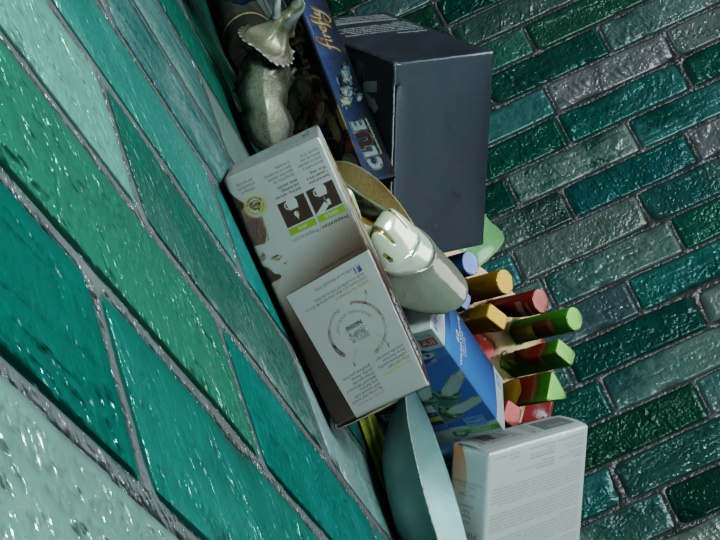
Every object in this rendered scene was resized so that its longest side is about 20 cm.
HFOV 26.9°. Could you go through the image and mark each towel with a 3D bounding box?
[{"bbox_3d":[0.041,0.200,1.362,0.200,0.018,0.087,62,5,-55],"label":"towel"}]

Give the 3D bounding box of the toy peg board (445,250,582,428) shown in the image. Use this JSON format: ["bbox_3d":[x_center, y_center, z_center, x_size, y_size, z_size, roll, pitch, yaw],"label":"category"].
[{"bbox_3d":[0.128,0.080,1.517,0.199,0.097,0.202,36,56,-31],"label":"toy peg board"}]

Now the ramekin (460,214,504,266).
[{"bbox_3d":[0.056,-0.028,1.725,0.098,0.199,0.200,58,4,-8],"label":"ramekin"}]

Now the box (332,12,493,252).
[{"bbox_3d":[0.027,-0.136,1.491,0.200,0.116,0.199,33,-53,53],"label":"box"}]

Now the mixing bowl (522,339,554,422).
[{"bbox_3d":[0.104,0.124,1.663,0.108,0.199,0.202,14,48,-58],"label":"mixing bowl"}]

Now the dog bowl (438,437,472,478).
[{"bbox_3d":[0.092,0.195,1.476,0.200,0.110,0.050,62,39,-53],"label":"dog bowl"}]

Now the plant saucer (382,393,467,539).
[{"bbox_3d":[0.052,0.198,1.248,0.201,0.038,0.203,-17,90,-83],"label":"plant saucer"}]

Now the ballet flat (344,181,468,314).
[{"bbox_3d":[0.000,-0.032,1.209,0.199,0.068,0.064,31,-32,13],"label":"ballet flat"}]

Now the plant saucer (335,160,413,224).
[{"bbox_3d":[0.000,0.000,1.377,0.200,0.035,0.202,41,-34,36],"label":"plant saucer"}]

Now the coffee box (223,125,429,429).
[{"bbox_3d":[-0.025,0.002,1.129,0.113,0.079,0.202,-101,166,-81],"label":"coffee box"}]

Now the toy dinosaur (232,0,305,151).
[{"bbox_3d":[-0.088,-0.151,1.387,0.102,0.076,0.202,47,45,-86],"label":"toy dinosaur"}]

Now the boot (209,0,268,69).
[{"bbox_3d":[-0.109,-0.250,1.677,0.139,0.077,0.201,63,-1,37],"label":"boot"}]

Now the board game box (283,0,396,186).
[{"bbox_3d":[-0.040,-0.146,1.454,0.136,0.034,0.202,-47,-120,56],"label":"board game box"}]

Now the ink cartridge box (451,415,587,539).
[{"bbox_3d":[0.147,0.249,1.425,0.161,0.050,0.202,-7,107,-47],"label":"ink cartridge box"}]

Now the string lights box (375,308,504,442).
[{"bbox_3d":[0.048,0.082,1.313,0.200,0.102,0.059,52,31,-52],"label":"string lights box"}]

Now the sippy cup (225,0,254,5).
[{"bbox_3d":[-0.119,-0.318,1.389,0.130,0.138,0.179,64,5,-68],"label":"sippy cup"}]
